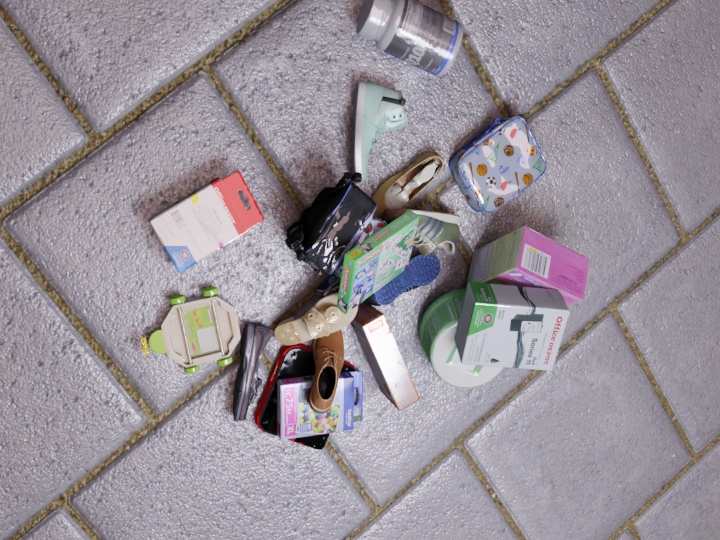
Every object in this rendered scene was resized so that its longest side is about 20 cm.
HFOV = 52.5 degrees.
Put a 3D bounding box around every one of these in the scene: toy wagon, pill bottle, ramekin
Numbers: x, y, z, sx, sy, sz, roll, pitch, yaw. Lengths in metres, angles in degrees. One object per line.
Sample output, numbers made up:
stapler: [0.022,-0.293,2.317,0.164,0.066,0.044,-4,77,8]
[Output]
toy wagon: [-0.344,0.125,1.473,0.194,0.040,0.160,-12,101,-13]
pill bottle: [0.097,-0.480,1.465,0.195,0.114,0.117,19,93,-17]
ramekin: [0.228,0.153,1.575,0.193,0.098,0.205,-2,117,-3]

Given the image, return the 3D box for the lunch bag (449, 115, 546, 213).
lunch bag: [0.298,-0.234,1.583,0.198,0.075,0.162,-37,104,-7]

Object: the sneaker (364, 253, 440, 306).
sneaker: [0.083,0.017,1.568,0.197,0.077,0.072,-26,103,-33]

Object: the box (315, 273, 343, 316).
box: [0.000,0.000,1.522,0.200,0.070,0.065,-46,106,-13]

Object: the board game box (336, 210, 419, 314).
board game box: [0.035,-0.018,1.416,0.198,0.029,0.137,-35,147,-39]

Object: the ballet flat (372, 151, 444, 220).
ballet flat: [0.097,-0.179,1.538,0.200,0.063,0.069,-44,109,-5]

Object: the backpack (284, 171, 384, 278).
backpack: [-0.053,-0.081,1.446,0.154,0.190,0.201,43,82,-23]

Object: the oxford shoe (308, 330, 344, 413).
oxford shoe: [-0.063,0.186,1.507,0.069,0.072,0.205,10,61,-11]

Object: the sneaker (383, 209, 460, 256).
sneaker: [0.133,-0.077,1.537,0.196,0.066,0.093,3,88,-35]

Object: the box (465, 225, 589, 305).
box: [0.352,0.010,1.560,0.172,0.199,0.099,23,68,-18]

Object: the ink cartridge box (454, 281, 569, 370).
ink cartridge box: [0.300,0.112,1.456,0.193,0.084,0.150,4,118,-7]

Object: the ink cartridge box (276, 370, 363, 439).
ink cartridge box: [-0.080,0.284,1.550,0.194,0.042,0.123,-4,103,-22]

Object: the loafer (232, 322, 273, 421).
loafer: [-0.221,0.213,1.508,0.061,0.072,0.207,7,94,-21]

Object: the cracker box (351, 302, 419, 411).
cracker box: [0.047,0.178,1.542,0.057,0.134,0.204,-27,105,-10]

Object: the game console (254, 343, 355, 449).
game console: [-0.120,0.269,1.568,0.173,0.031,0.205,22,93,-24]

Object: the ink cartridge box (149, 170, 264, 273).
ink cartridge box: [-0.300,-0.101,1.435,0.197,0.067,0.118,-31,106,-9]

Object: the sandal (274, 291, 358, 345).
sandal: [-0.095,0.116,1.467,0.208,0.070,0.079,-24,111,29]

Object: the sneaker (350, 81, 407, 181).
sneaker: [0.041,-0.278,1.498,0.114,0.074,0.207,4,95,-10]
